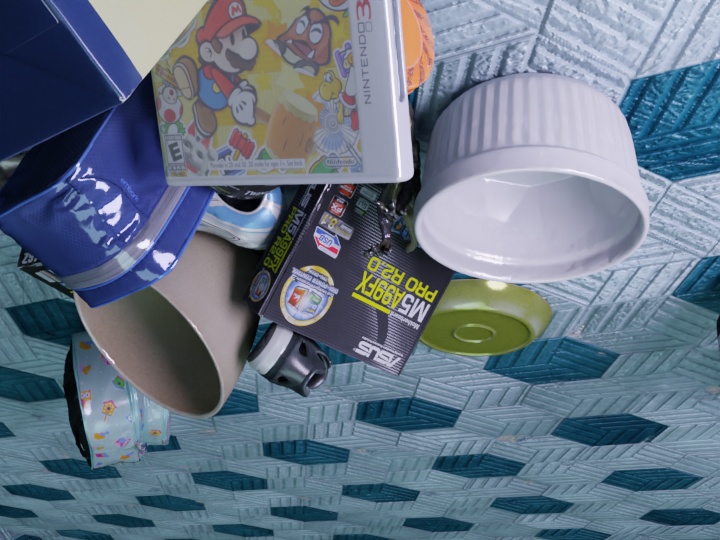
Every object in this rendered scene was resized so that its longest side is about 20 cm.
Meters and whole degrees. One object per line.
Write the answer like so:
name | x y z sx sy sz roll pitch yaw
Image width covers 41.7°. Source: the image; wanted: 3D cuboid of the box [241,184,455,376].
box | 0.000 0.000 0.946 0.198 0.162 0.044 28 -178 -38

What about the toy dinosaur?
toy dinosaur | 0.033 -0.062 0.839 0.046 0.089 0.202 10 138 17

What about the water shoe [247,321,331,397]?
water shoe | -0.072 0.097 0.996 0.078 0.072 0.200 38 -179 0

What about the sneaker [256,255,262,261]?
sneaker | -0.075 0.020 1.082 0.113 0.082 0.199 14 154 -23

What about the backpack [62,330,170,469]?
backpack | -0.345 0.172 1.336 0.150 0.179 0.201 -10 155 -8

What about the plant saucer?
plant saucer | 0.144 0.068 1.200 0.195 0.032 0.201 5 154 2

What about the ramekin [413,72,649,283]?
ramekin | 0.145 -0.079 0.816 0.195 0.107 0.201 3 154 2

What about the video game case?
video game case | -0.062 -0.149 0.615 0.197 0.186 0.023 3 -165 32

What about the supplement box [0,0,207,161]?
supplement box | -0.191 -0.174 0.533 0.197 0.202 0.135 -14 125 34

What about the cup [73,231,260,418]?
cup | -0.182 0.032 1.001 0.197 0.144 0.203 23 139 21

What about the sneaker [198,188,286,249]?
sneaker | -0.167 -0.071 0.947 0.196 0.072 0.074 9 115 10

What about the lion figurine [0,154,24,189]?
lion figurine | -0.378 -0.101 0.905 0.120 0.074 0.199 -2 158 30

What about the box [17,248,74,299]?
box | -0.279 0.007 1.130 0.157 0.050 0.200 -8 151 30

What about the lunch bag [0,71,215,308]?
lunch bag | -0.192 -0.077 0.786 0.134 0.202 0.133 -14 131 38

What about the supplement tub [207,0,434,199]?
supplement tub | -0.046 -0.141 0.704 0.121 0.125 0.198 25 147 -36

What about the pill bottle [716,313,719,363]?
pill bottle | 0.440 0.095 1.005 0.109 0.204 0.112 4 155 2
